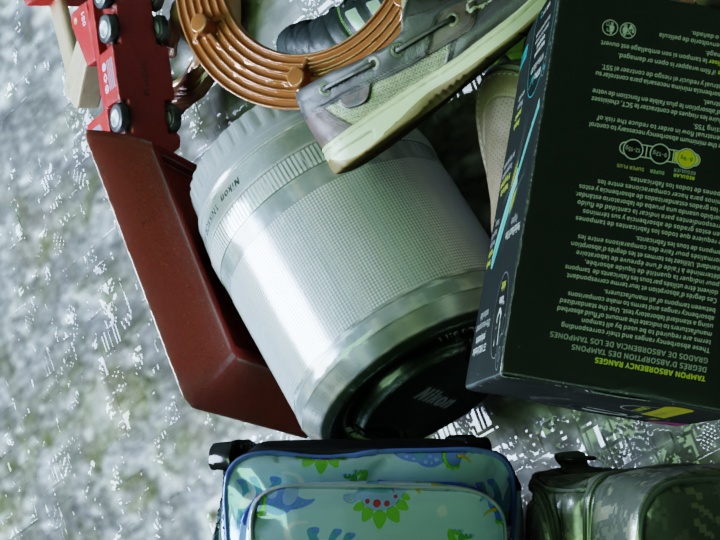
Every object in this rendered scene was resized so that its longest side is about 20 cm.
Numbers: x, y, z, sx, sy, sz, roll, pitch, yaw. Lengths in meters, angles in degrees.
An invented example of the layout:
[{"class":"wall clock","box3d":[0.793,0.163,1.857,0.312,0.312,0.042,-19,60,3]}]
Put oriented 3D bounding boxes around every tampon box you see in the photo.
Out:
[{"class":"tampon box","box3d":[0.138,-0.028,1.078,0.150,0.125,0.201,120,160,-84]}]

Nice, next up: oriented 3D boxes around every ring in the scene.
[{"class":"ring","box3d":[-0.032,-0.197,1.264,0.199,0.019,0.202,-5,79,29]}]

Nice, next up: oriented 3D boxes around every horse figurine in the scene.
[{"class":"horse figurine","box3d":[-0.129,-0.206,1.495,0.132,0.050,0.201,-19,77,49]}]

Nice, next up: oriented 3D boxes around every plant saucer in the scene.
[{"class":"plant saucer","box3d":[-0.093,0.006,1.388,0.037,0.200,0.200,-28,71,15]}]

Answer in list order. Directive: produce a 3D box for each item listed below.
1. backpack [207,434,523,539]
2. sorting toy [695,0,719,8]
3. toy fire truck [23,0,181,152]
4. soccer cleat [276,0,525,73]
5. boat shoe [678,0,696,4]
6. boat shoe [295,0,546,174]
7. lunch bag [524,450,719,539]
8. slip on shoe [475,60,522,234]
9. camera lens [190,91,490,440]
[{"class":"backpack","box3d":[0.003,0.199,1.170,0.147,0.182,0.201,-161,71,-88]},{"class":"sorting toy","box3d":[0.231,-0.261,1.032,0.198,0.070,0.201,-18,74,6]},{"class":"toy fire truck","box3d":[-0.190,-0.161,1.503,0.141,0.049,0.201,-25,71,56]},{"class":"soccer cleat","box3d":[0.028,-0.166,1.324,0.199,0.067,0.082,1,102,38]},{"class":"boat shoe","box3d":[0.240,-0.146,1.107,0.199,0.072,0.068,-22,76,44]},{"class":"boat shoe","box3d":[0.046,-0.135,1.180,0.200,0.073,0.065,-38,91,14]},{"class":"lunch bag","box3d":[0.163,0.205,1.169,0.168,0.139,0.201,-4,88,62]},{"class":"slip on shoe","box3d":[0.102,-0.020,1.178,0.076,0.060,0.201,-11,94,47]},{"class":"camera lens","box3d":[0.000,0.000,1.296,0.160,0.159,0.201,-50,59,35]}]
